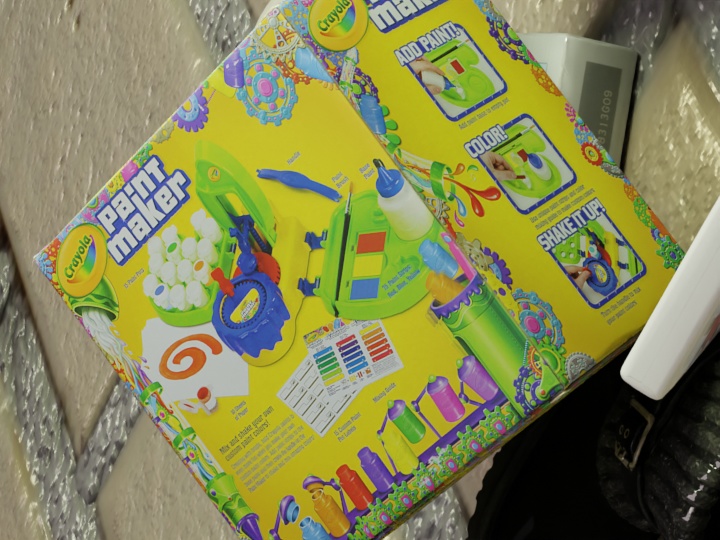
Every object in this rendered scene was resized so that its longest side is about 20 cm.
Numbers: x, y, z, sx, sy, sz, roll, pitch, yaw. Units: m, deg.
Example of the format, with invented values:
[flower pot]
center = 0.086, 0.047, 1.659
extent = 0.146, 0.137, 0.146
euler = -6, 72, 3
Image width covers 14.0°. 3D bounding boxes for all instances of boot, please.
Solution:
[boot]
center = 0.126, 0.106, 1.264
extent = 0.158, 0.079, 0.212
euler = 48, 124, 54

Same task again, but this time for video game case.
[video game case]
center = 0.181, -0.061, 1.145
extent = 0.023, 0.182, 0.201
euler = 33, 121, 10

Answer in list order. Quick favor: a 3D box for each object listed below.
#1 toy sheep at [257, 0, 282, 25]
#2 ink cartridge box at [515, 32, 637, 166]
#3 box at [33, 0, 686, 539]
[toy sheep]
center = 0.010, -0.083, 1.370
extent = 0.200, 0.137, 0.139
euler = 16, 96, 63
[ink cartridge box]
center = 0.055, -0.037, 1.462
extent = 0.200, 0.047, 0.161
euler = 8, 90, 60
[box]
center = 0.000, 0.000, 1.243
extent = 0.193, 0.122, 0.200
euler = 53, 132, 4
